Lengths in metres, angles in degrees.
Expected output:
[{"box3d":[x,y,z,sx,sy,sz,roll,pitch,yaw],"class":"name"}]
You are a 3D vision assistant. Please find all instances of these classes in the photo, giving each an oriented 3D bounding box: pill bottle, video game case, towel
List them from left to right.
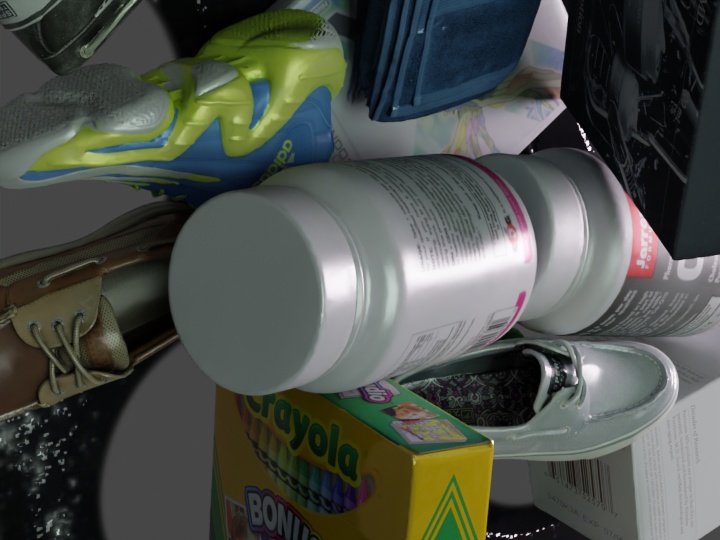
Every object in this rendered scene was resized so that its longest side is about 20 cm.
[{"box3d":[0.000,0.000,0.743,0.199,0.112,0.115,-10,113,-56],"class":"pill bottle"},{"box3d":[0.040,-0.123,0.852,0.200,0.022,0.183,-44,126,-17],"class":"video game case"},{"box3d":[0.062,-0.173,0.760,0.111,0.049,0.202,-20,141,-30],"class":"towel"},{"box3d":[0.148,-0.016,0.897,0.198,0.113,0.116,3,104,-43],"class":"pill bottle"}]

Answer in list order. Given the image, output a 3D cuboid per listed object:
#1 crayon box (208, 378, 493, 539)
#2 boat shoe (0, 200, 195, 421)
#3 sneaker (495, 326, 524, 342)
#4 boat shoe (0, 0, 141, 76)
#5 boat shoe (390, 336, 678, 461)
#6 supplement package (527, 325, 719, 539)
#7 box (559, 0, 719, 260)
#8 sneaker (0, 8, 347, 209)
[{"box3d":[-0.015,0.140,0.787,0.058,0.199,0.175,-8,110,-33],"class":"crayon box"},{"box3d":[-0.147,0.026,0.732,0.199,0.071,0.077,-33,122,-23],"class":"boat shoe"},{"box3d":[0.059,0.130,0.912,0.074,0.083,0.201,38,81,-38],"class":"sneaker"},{"box3d":[-0.098,-0.183,0.705,0.200,0.071,0.064,-46,126,-4],"class":"boat shoe"},{"box3d":[0.103,0.075,0.856,0.198,0.072,0.071,-8,68,-11],"class":"boat shoe"},{"box3d":[0.224,0.098,1.001,0.198,0.116,0.119,-24,118,-27],"class":"supplement package"},{"box3d":[0.194,-0.143,0.789,0.103,0.183,0.202,-8,127,-12],"class":"box"},{"box3d":[-0.093,-0.057,0.739,0.198,0.076,0.106,-20,125,-16],"class":"sneaker"}]
